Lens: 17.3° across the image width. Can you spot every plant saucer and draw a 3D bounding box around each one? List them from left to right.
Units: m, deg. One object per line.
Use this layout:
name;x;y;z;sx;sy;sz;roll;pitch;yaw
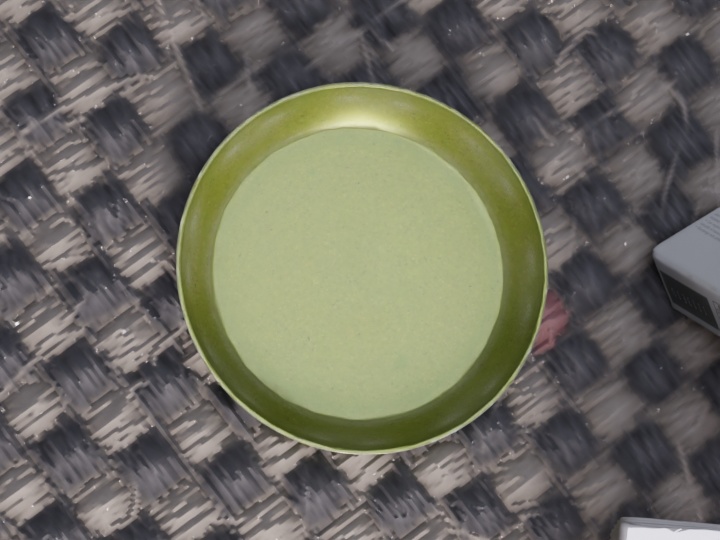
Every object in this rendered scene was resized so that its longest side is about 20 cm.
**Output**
plant saucer;0.000;0.000;1.264;0.199;0.031;0.201;1;79;-8

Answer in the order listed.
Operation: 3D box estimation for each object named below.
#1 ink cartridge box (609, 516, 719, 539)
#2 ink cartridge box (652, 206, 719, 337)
ink cartridge box;0.163;0.230;1.184;0.084;0.145;0.201;2;80;4
ink cartridge box;0.273;-0.010;1.224;0.173;0.200;0.044;-31;117;-12
